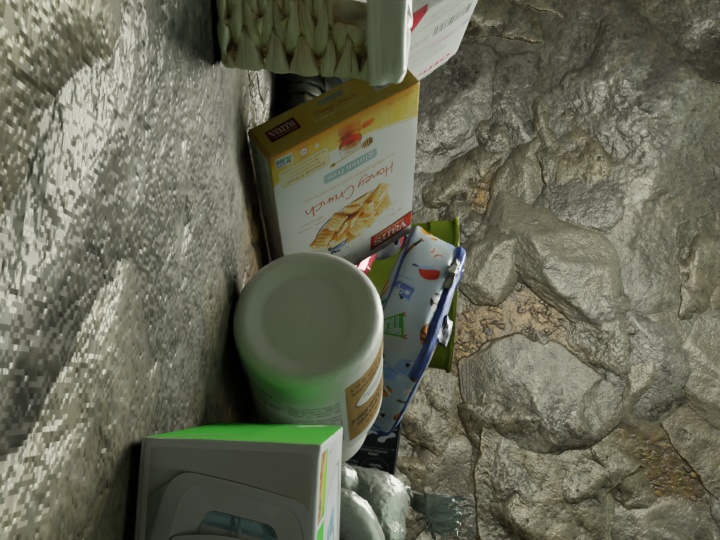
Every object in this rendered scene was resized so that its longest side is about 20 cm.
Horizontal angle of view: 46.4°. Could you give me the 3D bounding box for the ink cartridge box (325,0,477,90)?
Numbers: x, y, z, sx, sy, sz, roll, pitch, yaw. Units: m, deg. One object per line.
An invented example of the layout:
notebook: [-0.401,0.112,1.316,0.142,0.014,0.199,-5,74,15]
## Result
ink cartridge box: [0.028,-0.234,0.790,0.086,0.146,0.200,55,-6,3]

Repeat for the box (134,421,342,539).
box: [-0.064,0.183,0.488,0.200,0.094,0.181,78,14,-81]

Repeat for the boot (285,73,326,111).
boot: [-0.043,-0.129,0.828,0.200,0.066,0.134,82,8,-74]

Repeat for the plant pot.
plant pot: [0.031,0.027,1.119,0.200,0.188,0.206,3,90,-86]

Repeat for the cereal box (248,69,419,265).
cereal box: [-0.017,-0.070,0.727,0.040,0.142,0.202,49,-20,29]

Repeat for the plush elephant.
plush elephant: [-0.017,0.241,0.655,0.166,0.195,0.158,102,-2,-61]

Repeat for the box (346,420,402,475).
box: [-0.007,0.186,1.140,0.201,0.129,0.117,-78,174,-67]

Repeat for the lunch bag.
lunch bag: [0.041,0.059,0.837,0.201,0.074,0.162,114,1,-51]

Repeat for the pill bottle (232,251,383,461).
pill bottle: [-0.037,0.086,0.692,0.202,0.111,0.116,88,6,-57]

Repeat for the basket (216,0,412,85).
basket: [-0.023,-0.216,0.575,0.201,0.120,0.139,-81,173,-65]

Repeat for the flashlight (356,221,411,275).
flashlight: [0.000,0.000,0.858,0.202,0.066,0.069,-68,156,-47]
